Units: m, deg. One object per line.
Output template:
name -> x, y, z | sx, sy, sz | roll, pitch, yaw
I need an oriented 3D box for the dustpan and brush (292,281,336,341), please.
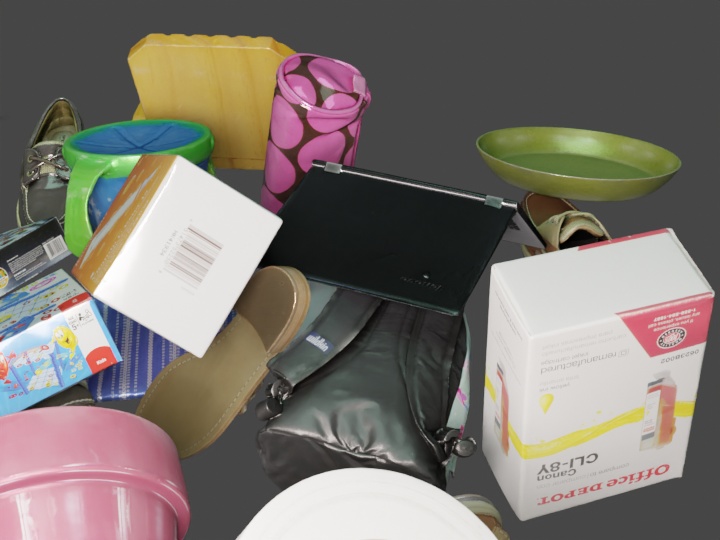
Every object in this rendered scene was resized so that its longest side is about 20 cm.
dustpan and brush -> 0.000, 0.000, 1.300 | 0.139, 0.057, 0.200 | 8, 40, 14

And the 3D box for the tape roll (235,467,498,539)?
tape roll -> -0.008, 0.239, 0.876 | 0.202, 0.139, 0.203 | 11, 57, -18

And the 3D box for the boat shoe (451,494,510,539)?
boat shoe -> 0.019, 0.220, 1.016 | 0.199, 0.076, 0.072 | -17, 43, -13

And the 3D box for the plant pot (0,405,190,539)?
plant pot -> -0.204, 0.218, 0.957 | 0.199, 0.200, 0.179 | -11, 54, -10

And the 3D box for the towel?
towel -> -0.202, 0.060, 1.271 | 0.199, 0.024, 0.145 | -5, 40, -2

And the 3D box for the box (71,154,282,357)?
box -> -0.154, -0.018, 1.152 | 0.125, 0.097, 0.200 | -60, 16, -5

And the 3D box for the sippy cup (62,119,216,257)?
sippy cup -> -0.200, -0.061, 1.322 | 0.177, 0.131, 0.140 | -12, 21, -24

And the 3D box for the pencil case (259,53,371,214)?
pencil case -> -0.041, -0.100, 1.317 | 0.093, 0.200, 0.091 | 10, 44, 1

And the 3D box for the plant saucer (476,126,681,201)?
plant saucer -> 0.211, -0.103, 1.396 | 0.199, 0.031, 0.200 | 3, 20, -1

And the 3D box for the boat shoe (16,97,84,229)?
boat shoe -> -0.314, -0.104, 1.449 | 0.071, 0.066, 0.201 | -4, 39, -1

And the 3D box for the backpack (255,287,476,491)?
backpack -> 0.012, 0.095, 1.128 | 0.166, 0.127, 0.200 | 20, 43, 2

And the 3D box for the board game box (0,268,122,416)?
board game box -> -0.303, 0.076, 1.140 | 0.195, 0.056, 0.200 | -27, 14, -14

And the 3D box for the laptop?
laptop -> 0.036, -0.016, 1.198 | 0.187, 0.200, 0.116 | 14, 81, 21

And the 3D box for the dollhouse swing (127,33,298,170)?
dollhouse swing -> -0.127, -0.203, 1.473 | 0.199, 0.176, 0.182 | 3, 39, 10

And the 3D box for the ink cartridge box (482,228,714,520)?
ink cartridge box -> 0.174, 0.081, 1.076 | 0.145, 0.201, 0.084 | -13, 42, -12

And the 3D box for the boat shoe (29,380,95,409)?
boat shoe -> -0.289, 0.152, 1.128 | 0.201, 0.072, 0.060 | -31, 58, -32

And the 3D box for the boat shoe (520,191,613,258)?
boat shoe -> 0.201, -0.019, 1.297 | 0.075, 0.074, 0.200 | -13, 40, -12

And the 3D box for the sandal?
sandal -> -0.096, 0.080, 1.153 | 0.070, 0.212, 0.078 | 3, 44, -54

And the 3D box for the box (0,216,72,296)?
box -> -0.368, 0.021, 1.255 | 0.137, 0.040, 0.200 | -12, 18, 44
